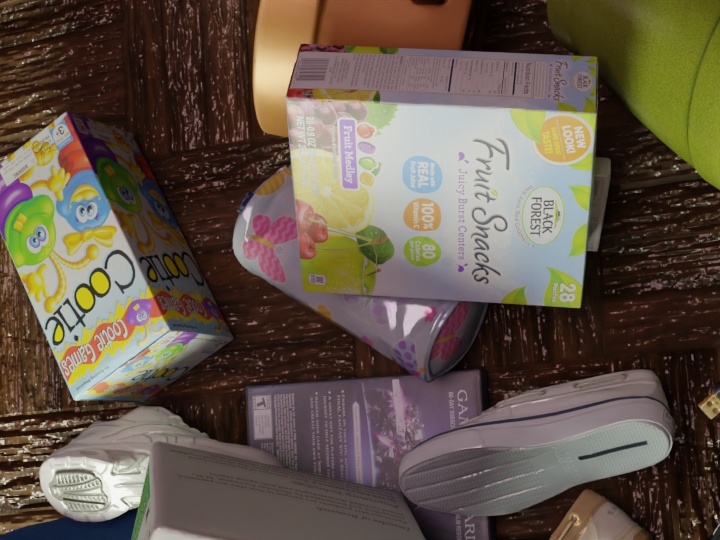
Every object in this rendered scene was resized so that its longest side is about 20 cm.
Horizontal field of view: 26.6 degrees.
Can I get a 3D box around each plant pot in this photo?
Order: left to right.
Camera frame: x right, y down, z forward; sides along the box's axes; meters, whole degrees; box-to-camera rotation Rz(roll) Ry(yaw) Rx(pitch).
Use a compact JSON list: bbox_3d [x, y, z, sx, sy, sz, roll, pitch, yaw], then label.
[{"bbox_3d":[0.016,-0.183,1.099,0.138,0.200,0.203,14,90,9],"label":"plant pot"},{"bbox_3d":[0.232,-0.168,1.001,0.192,0.199,0.202,37,100,35],"label":"plant pot"}]

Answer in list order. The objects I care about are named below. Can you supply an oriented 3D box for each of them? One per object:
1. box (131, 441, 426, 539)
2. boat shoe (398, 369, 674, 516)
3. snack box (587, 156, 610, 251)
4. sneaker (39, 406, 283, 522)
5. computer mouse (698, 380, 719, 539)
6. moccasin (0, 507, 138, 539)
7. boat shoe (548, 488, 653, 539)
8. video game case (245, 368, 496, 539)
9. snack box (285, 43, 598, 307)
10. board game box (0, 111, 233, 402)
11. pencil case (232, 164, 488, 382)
[{"bbox_3d":[-0.069,0.251,1.040,0.197,0.171,0.202,13,99,-12],"label":"box"},{"bbox_3d":[0.124,0.120,1.079,0.197,0.074,0.067,-11,35,15],"label":"boat shoe"},{"bbox_3d":[0.075,-0.057,1.081,0.197,0.072,0.025,7,46,6],"label":"snack box"},{"bbox_3d":[-0.146,0.142,1.186,0.197,0.100,0.079,3,122,16],"label":"sneaker"},{"bbox_3d":[0.266,0.147,1.016,0.141,0.046,0.200,46,104,20],"label":"computer mouse"},{"bbox_3d":[-0.193,0.226,1.202,0.197,0.081,0.069,-7,121,3],"label":"moccasin"},{"bbox_3d":[0.116,0.237,1.067,0.200,0.074,0.069,-46,66,4],"label":"boat shoe"},{"bbox_3d":[0.005,0.153,1.153,0.197,0.019,0.145,-6,82,23],"label":"video game case"},{"bbox_3d":[0.056,-0.061,1.017,0.197,0.170,0.068,2,43,7],"label":"snack box"},{"bbox_3d":[-0.204,-0.008,1.220,0.102,0.105,0.202,-33,73,18],"label":"board game box"},{"bbox_3d":[0.000,0.000,1.136,0.199,0.083,0.091,32,83,24],"label":"pencil case"}]
